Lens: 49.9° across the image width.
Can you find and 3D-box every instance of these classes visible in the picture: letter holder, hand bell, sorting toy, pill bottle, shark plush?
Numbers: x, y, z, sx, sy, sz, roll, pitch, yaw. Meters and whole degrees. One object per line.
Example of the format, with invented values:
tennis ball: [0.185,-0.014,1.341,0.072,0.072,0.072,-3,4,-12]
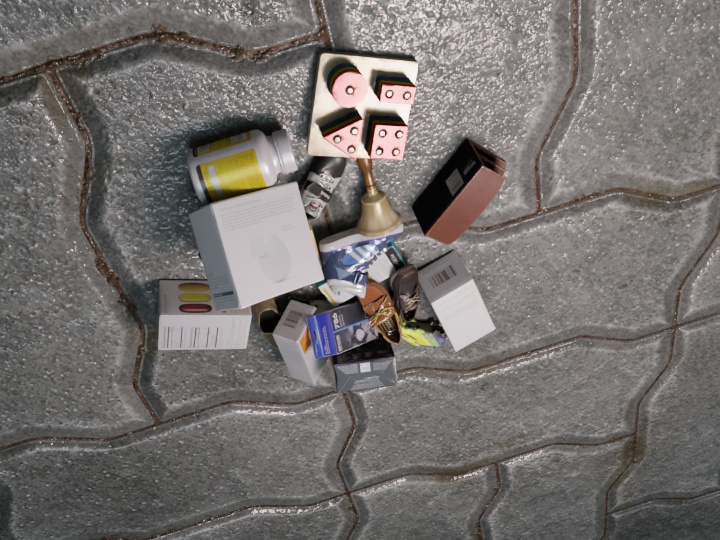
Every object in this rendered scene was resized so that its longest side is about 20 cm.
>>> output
letter holder: [0.233,-0.155,1.681,0.140,0.101,0.201,21,122,-33]
hand bell: [0.021,-0.184,1.616,0.102,0.105,0.203,-15,122,-3]
sorting toy: [0.007,-0.303,1.482,0.195,0.070,0.203,1,122,-17]
pill bottle: [-0.225,-0.205,1.491,0.196,0.112,0.112,-17,134,0]
shark plush: [-0.095,0.114,1.848,0.197,0.093,0.083,16,157,-35]

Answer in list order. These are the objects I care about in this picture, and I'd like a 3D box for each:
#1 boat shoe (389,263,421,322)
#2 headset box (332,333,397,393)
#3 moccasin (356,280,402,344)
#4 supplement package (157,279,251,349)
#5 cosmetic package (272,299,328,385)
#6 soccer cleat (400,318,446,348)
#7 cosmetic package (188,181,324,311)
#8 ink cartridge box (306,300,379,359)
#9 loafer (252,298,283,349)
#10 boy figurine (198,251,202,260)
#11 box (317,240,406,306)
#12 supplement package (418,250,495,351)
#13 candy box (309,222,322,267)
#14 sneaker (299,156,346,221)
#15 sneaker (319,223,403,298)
boat shoe: [0.115,0.056,1.816,0.074,0.074,0.201,-27,153,-11]
headset box: [0.005,0.213,1.864,0.145,0.200,0.077,-7,106,-4]
moccasin: [0.045,0.100,1.800,0.072,0.078,0.203,-22,132,3]
supplement package: [-0.350,0.099,1.722,0.196,0.115,0.111,1,132,-18]
cosmetic package: [-0.136,0.172,1.828,0.070,0.102,0.201,15,148,20]
soccer cleat: [0.129,0.159,1.953,0.197,0.065,0.084,14,128,-27]
cosmetic package: [-0.204,-0.048,1.518,0.197,0.122,0.204,-18,96,-35]
ink cartridge box: [-0.038,0.133,1.798,0.039,0.102,0.198,-10,-175,42]
loafer: [-0.208,0.128,1.822,0.075,0.068,0.201,-23,133,5]
boy figurine: [-0.232,-0.018,1.614,0.198,0.064,0.126,27,89,-33]
box: [0.000,0.000,1.782,0.198,0.050,0.083,-29,133,9]
supplement package: [0.229,0.075,1.866,0.116,0.118,0.201,-29,133,2]
candy box: [-0.190,-0.034,1.691,0.196,0.056,0.117,-16,131,-1]
sneaker: [-0.089,-0.156,1.594,0.073,0.089,0.201,23,119,-31]
sneaker: [0.012,-0.018,1.706,0.196,0.081,0.149,-16,108,-6]
